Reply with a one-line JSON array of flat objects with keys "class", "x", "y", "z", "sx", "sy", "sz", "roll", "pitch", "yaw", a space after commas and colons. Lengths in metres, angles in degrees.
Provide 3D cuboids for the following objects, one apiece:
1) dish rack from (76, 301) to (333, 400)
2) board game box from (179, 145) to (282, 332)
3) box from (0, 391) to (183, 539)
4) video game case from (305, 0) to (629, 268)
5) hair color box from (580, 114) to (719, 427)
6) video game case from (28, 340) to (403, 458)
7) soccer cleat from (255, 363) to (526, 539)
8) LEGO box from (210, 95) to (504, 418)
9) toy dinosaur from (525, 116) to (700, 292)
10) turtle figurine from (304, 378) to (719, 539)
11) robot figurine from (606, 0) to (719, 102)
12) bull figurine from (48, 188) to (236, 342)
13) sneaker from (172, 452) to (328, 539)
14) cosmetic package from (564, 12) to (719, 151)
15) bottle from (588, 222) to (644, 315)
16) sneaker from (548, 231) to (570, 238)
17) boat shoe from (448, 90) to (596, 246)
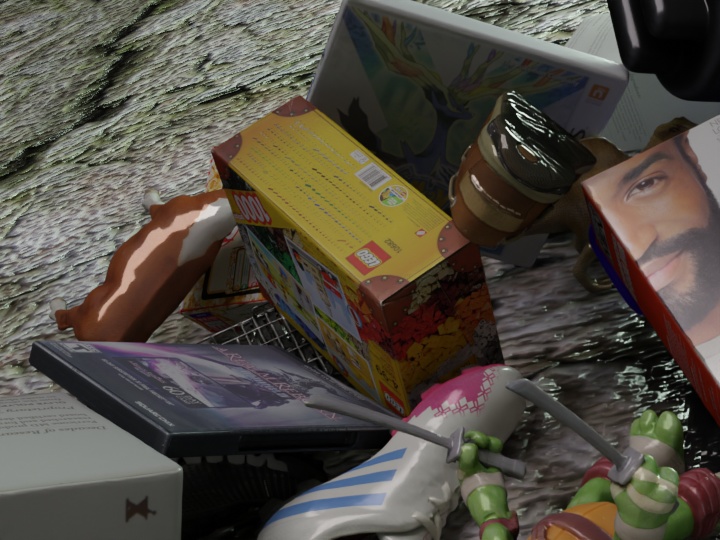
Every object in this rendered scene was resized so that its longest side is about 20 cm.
[{"class": "dish rack", "x": -0.109, "y": 0.096, "z": 1.216, "sx": 0.200, "sy": 0.055, "sz": 0.153, "roll": -25, "pitch": 27, "yaw": -4}, {"class": "board game box", "x": -0.040, "y": -0.037, "z": 1.324, "sx": 0.200, "sy": 0.046, "sz": 0.152, "roll": -7, "pitch": 63, "yaw": 35}, {"class": "box", "x": -0.217, "y": 0.184, "z": 0.902, "sx": 0.200, "sy": 0.199, "sz": 0.171, "roll": -3, "pitch": 13, "yaw": -33}, {"class": "video game case", "x": 0.059, "y": -0.095, "z": 1.181, "sx": 0.200, "sy": 0.182, "sz": 0.022, "roll": 15, "pitch": 41, "yaw": -9}, {"class": "hair color box", "x": 0.224, "y": 0.005, "z": 1.000, "sx": 0.111, "sy": 0.064, "sz": 0.200, "roll": -26, "pitch": 46, "yaw": -2}, {"class": "video game case", "x": -0.082, "y": 0.077, "z": 1.045, "sx": 0.200, "sy": 0.019, "sz": 0.143, "roll": 3, "pitch": 18, "yaw": -45}, {"class": "soccer cleat", "x": 0.033, "y": 0.135, "z": 1.014, "sx": 0.200, "sy": 0.070, "sz": 0.086, "roll": -34, "pitch": 44, "yaw": -14}, {"class": "LEGO box", "x": 0.000, "y": 0.000, "z": 1.118, "sx": 0.077, "sy": 0.149, "sz": 0.200, "roll": -33, "pitch": 47, "yaw": -16}, {"class": "toy dinosaur", "x": 0.154, "y": -0.041, "z": 1.180, "sx": 0.200, "sy": 0.101, "sz": 0.058, "roll": -26, "pitch": 26, "yaw": -3}, {"class": "turtle figurine", "x": 0.116, "y": 0.100, "z": 0.871, "sx": 0.194, "sy": 0.200, "sz": 0.144, "roll": -17, "pitch": -18, "yaw": -41}, {"class": "robot figurine", "x": 0.271, "y": -0.172, "z": 1.147, "sx": 0.200, "sy": 0.125, "sz": 0.150, "roll": 0, "pitch": 13, "yaw": -18}, {"class": "bull figurine", "x": -0.152, "y": -0.009, "z": 1.302, "sx": 0.200, "sy": 0.065, "sz": 0.121, "roll": -46, "pitch": 23, "yaw": -18}, {"class": "sneaker", "x": -0.119, "y": 0.155, "z": 1.103, "sx": 0.200, "sy": 0.091, "sz": 0.066, "roll": 0, "pitch": -8, "yaw": 8}, {"class": "cosmetic package", "x": 0.257, "y": -0.158, "z": 1.337, "sx": 0.200, "sy": 0.081, "sz": 0.113, "roll": -3, "pitch": 34, "yaw": 36}, {"class": "bottle", "x": 0.252, "y": -0.048, "z": 1.129, "sx": 0.200, "sy": 0.084, "sz": 0.065, "roll": -29, "pitch": -9, "yaw": -9}, {"class": "sneaker", "x": 0.119, "y": -0.082, "z": 1.318, "sx": 0.199, "sy": 0.076, "sz": 0.114, "roll": 2, "pitch": 43, "yaw": 53}, {"class": "boat shoe", "x": 0.092, "y": -0.060, "z": 1.056, "sx": 0.074, "sy": 0.076, "sz": 0.200, "roll": -51, "pitch": -6, "yaw": 17}]
